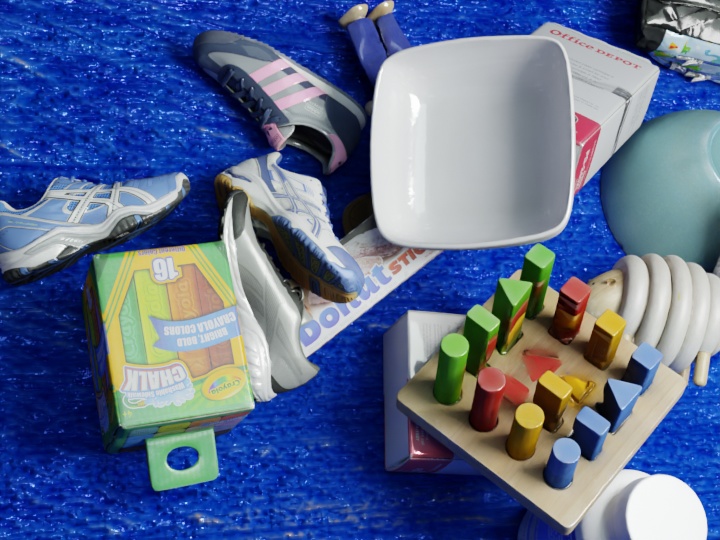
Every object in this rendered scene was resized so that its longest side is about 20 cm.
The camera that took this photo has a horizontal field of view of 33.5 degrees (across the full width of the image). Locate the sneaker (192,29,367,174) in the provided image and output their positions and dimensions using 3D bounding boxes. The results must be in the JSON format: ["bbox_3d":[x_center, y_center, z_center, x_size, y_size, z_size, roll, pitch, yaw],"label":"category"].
[{"bbox_3d":[-0.091,-0.173,1.230,0.198,0.070,0.083,26,62,-7],"label":"sneaker"}]

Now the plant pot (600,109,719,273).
[{"bbox_3d":[0.388,-0.099,1.336,0.198,0.135,0.203,6,70,-17],"label":"plant pot"}]

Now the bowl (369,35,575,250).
[{"bbox_3d":[0.112,-0.115,1.150,0.197,0.075,0.203,-2,80,19],"label":"bowl"}]

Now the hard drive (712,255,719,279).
[{"bbox_3d":[0.439,-0.035,1.288,0.131,0.201,0.027,-28,60,-19],"label":"hard drive"}]

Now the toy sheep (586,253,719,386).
[{"bbox_3d":[0.323,0.050,1.267,0.198,0.138,0.140,13,68,-10],"label":"toy sheep"}]

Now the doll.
[{"bbox_3d":[0.051,-0.193,1.298,0.135,0.048,0.202,-15,78,-37],"label":"doll"}]

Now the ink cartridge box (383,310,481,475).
[{"bbox_3d":[0.128,0.128,1.195,0.197,0.083,0.148,6,69,-16],"label":"ink cartridge box"}]

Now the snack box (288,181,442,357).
[{"bbox_3d":[0.000,0.000,1.196,0.199,0.024,0.072,-38,87,-7],"label":"snack box"}]

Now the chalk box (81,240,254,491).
[{"bbox_3d":[-0.173,0.092,1.081,0.123,0.124,0.202,-8,74,-20],"label":"chalk box"}]

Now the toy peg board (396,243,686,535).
[{"bbox_3d":[0.169,0.091,1.084,0.198,0.098,0.200,35,60,23],"label":"toy peg board"}]

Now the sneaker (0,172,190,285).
[{"bbox_3d":[-0.254,-0.058,1.131,0.198,0.076,0.078,-24,85,-26],"label":"sneaker"}]

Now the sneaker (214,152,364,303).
[{"bbox_3d":[-0.054,-0.052,1.169,0.088,0.076,0.200,-33,61,-28],"label":"sneaker"}]

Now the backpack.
[{"bbox_3d":[0.428,-0.303,1.427,0.197,0.154,0.165,9,65,7],"label":"backpack"}]

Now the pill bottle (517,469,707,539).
[{"bbox_3d":[0.236,0.250,1.126,0.111,0.200,0.114,6,70,-16],"label":"pill bottle"}]

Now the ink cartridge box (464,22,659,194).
[{"bbox_3d":[0.207,-0.171,1.271,0.144,0.084,0.200,28,43,22],"label":"ink cartridge box"}]

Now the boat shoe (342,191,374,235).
[{"bbox_3d":[0.078,-0.055,1.254,0.197,0.065,0.073,-10,84,-6],"label":"boat shoe"}]

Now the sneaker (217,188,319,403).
[{"bbox_3d":[-0.092,0.020,1.144,0.078,0.074,0.203,-14,94,-7],"label":"sneaker"}]
